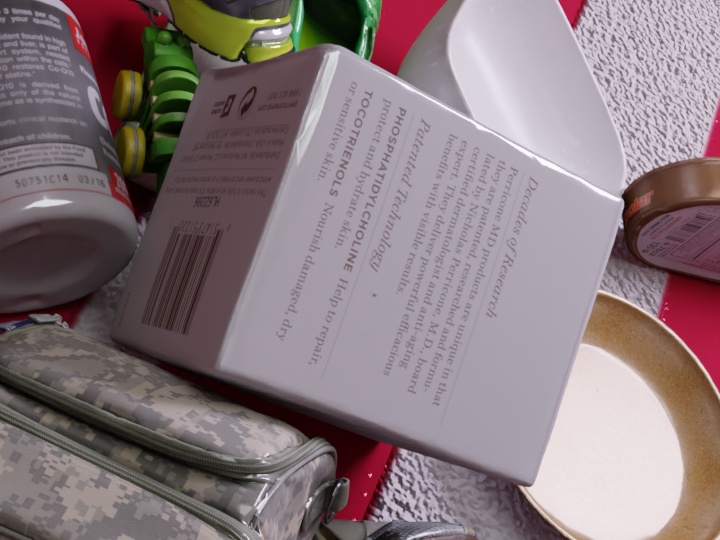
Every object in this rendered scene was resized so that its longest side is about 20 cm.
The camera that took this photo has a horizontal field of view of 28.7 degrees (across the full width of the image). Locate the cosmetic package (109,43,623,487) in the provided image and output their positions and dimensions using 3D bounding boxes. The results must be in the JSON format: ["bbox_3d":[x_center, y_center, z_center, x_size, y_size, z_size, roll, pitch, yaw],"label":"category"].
[{"bbox_3d":[0.000,0.000,0.767,0.198,0.167,0.169,23,81,-29],"label":"cosmetic package"}]

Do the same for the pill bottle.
[{"bbox_3d":[-0.203,-0.089,0.804,0.113,0.114,0.202,-4,62,-31],"label":"pill bottle"}]

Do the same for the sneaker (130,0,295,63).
[{"bbox_3d":[-0.113,-0.203,0.862,0.199,0.082,0.074,30,30,20],"label":"sneaker"}]

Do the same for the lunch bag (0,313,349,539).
[{"bbox_3d":[-0.124,0.115,0.678,0.198,0.141,0.168,21,37,16],"label":"lunch bag"}]

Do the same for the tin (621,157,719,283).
[{"bbox_3d":[0.284,-0.029,1.037,0.197,0.112,0.042,12,64,-21],"label":"tin"}]

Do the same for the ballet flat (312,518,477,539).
[{"bbox_3d":[-0.019,0.172,0.769,0.199,0.072,0.073,-21,71,-38],"label":"ballet flat"}]

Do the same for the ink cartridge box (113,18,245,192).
[{"bbox_3d":[-0.053,-0.089,0.930,0.198,0.048,0.147,26,51,-12],"label":"ink cartridge box"}]

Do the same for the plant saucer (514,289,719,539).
[{"bbox_3d":[0.159,0.106,0.927,0.198,0.035,0.203,15,54,-21],"label":"plant saucer"}]

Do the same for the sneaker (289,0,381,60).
[{"bbox_3d":[-0.014,-0.170,0.920,0.073,0.084,0.202,19,51,-15],"label":"sneaker"}]

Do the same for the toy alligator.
[{"bbox_3d":[-0.116,-0.115,0.851,0.058,0.054,0.202,6,57,-23],"label":"toy alligator"}]

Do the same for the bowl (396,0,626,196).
[{"bbox_3d":[0.099,-0.098,0.961,0.201,0.074,0.200,59,36,-19],"label":"bowl"}]
